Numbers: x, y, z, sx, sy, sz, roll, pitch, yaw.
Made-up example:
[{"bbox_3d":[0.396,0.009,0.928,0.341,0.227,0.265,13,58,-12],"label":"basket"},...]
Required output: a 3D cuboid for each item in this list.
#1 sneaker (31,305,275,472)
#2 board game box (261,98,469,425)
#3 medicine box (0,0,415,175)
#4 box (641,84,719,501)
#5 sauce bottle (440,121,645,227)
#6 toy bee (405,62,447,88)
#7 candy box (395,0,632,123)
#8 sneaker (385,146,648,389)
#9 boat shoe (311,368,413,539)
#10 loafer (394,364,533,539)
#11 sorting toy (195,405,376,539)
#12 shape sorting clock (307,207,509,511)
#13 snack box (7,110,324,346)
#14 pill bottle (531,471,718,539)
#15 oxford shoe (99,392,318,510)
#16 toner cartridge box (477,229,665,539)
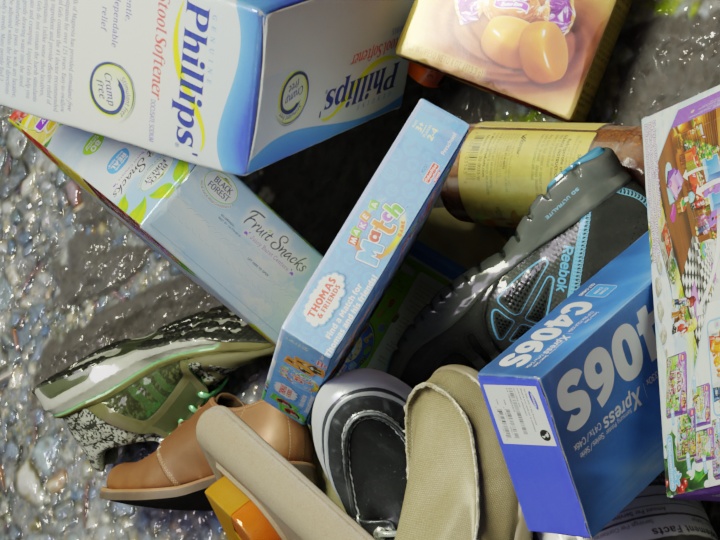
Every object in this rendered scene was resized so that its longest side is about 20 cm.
[{"bbox_3d":[-0.121,0.083,1.568,0.200,0.077,0.089,-18,101,32],"label":"sneaker"},{"bbox_3d":[0.000,0.000,1.339,0.037,0.200,0.151,31,75,2],"label":"board game box"},{"bbox_3d":[-0.096,-0.146,1.406,0.200,0.182,0.103,17,114,26],"label":"medicine box"},{"bbox_3d":[0.198,0.004,1.141,0.137,0.039,0.200,-23,65,56],"label":"box"},{"bbox_3d":[0.140,-0.053,1.355,0.200,0.066,0.066,6,82,39],"label":"sauce bottle"},{"bbox_3d":[0.005,-0.201,1.510,0.131,0.109,0.200,-29,85,24],"label":"toy bee"},{"bbox_3d":[0.113,-0.199,1.398,0.117,0.056,0.200,22,93,15],"label":"candy box"},{"bbox_3d":[0.092,0.023,1.320,0.082,0.073,0.200,47,119,5],"label":"sneaker"},{"bbox_3d":[0.029,0.148,1.320,0.072,0.200,0.068,-20,27,0],"label":"boat shoe"},{"bbox_3d":[0.049,0.147,1.232,0.076,0.067,0.200,-26,68,53],"label":"loafer"},{"bbox_3d":[-0.024,0.194,1.371,0.036,0.200,0.185,-34,46,-19],"label":"sorting toy"},{"bbox_3d":[0.032,0.058,1.439,0.200,0.039,0.200,-25,52,37],"label":"shape sorting clock"},{"bbox_3d":[-0.111,-0.040,1.484,0.068,0.169,0.200,-49,40,-3],"label":"snack box"},{"bbox_3d":[0.131,0.147,1.275,0.116,0.116,0.200,-39,55,27],"label":"pill bottle"},{"bbox_3d":[-0.097,0.118,1.511,0.200,0.071,0.071,-16,71,45],"label":"oxford shoe"},{"bbox_3d":[0.147,0.046,1.222,0.043,0.200,0.095,3,121,43],"label":"toner cartridge box"}]
